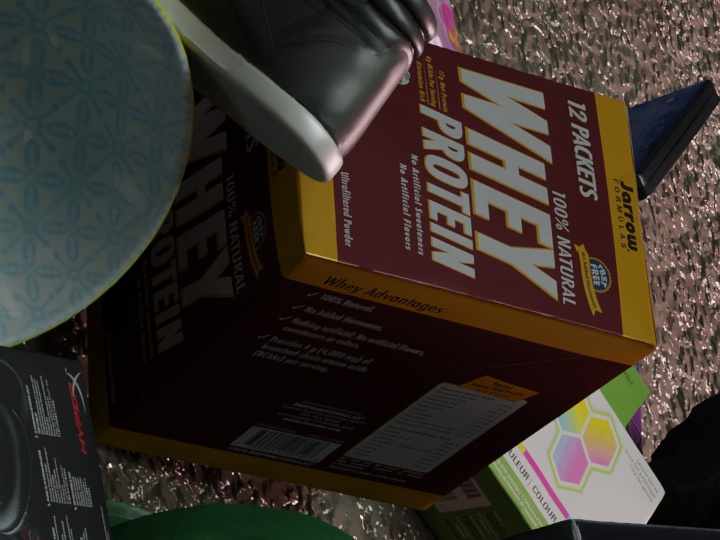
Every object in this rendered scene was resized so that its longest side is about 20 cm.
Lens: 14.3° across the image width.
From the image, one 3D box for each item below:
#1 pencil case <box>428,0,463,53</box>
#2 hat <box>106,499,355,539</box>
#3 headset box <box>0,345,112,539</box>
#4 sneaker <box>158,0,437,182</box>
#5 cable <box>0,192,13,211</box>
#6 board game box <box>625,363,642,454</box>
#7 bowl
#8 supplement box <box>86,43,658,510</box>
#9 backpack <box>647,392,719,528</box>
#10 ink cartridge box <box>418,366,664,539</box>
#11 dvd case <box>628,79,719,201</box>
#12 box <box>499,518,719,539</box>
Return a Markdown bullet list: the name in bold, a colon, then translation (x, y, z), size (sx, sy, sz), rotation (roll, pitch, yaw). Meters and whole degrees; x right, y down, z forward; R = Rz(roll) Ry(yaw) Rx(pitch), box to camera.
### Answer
- **pencil case**: translation (0.017, -0.141, 1.650), size (0.087, 0.087, 0.201), rotation (7, 65, -57)
- **hat**: translation (-0.018, 0.116, 1.261), size (0.200, 0.176, 0.165), rotation (48, 22, 23)
- **headset box**: translation (-0.190, 0.103, 1.160), size (0.200, 0.075, 0.150), rotation (14, 58, -55)
- **sneaker**: translation (-0.047, -0.129, 1.245), size (0.200, 0.099, 0.071), rotation (41, -13, 29)
- **cable**: translation (-0.139, -0.067, 1.380), size (0.097, 0.050, 0.200), rotation (53, 34, -21)
- **board game box**: translation (0.107, 0.059, 1.724), size (0.200, 0.032, 0.121), rotation (39, 37, -40)
- **bowl**: translation (-0.182, -0.073, 1.223), size (0.200, 0.200, 0.108), rotation (38, 8, -41)
- **supplement box**: translation (0.000, 0.000, 1.359), size (0.196, 0.200, 0.134), rotation (14, 56, -30)
- **backpack**: translation (0.242, 0.185, 1.740), size (0.167, 0.126, 0.201), rotation (-41, 118, -49)
- **ink cartridge box**: translation (0.110, 0.075, 1.615), size (0.148, 0.075, 0.200), rotation (55, 50, -21)
- **dvd case**: translation (0.092, -0.044, 1.590), size (0.018, 0.199, 0.143), rotation (63, 31, -14)
- **box**: translation (0.080, 0.203, 1.405), size (0.196, 0.199, 0.118), rotation (11, 62, -56)
